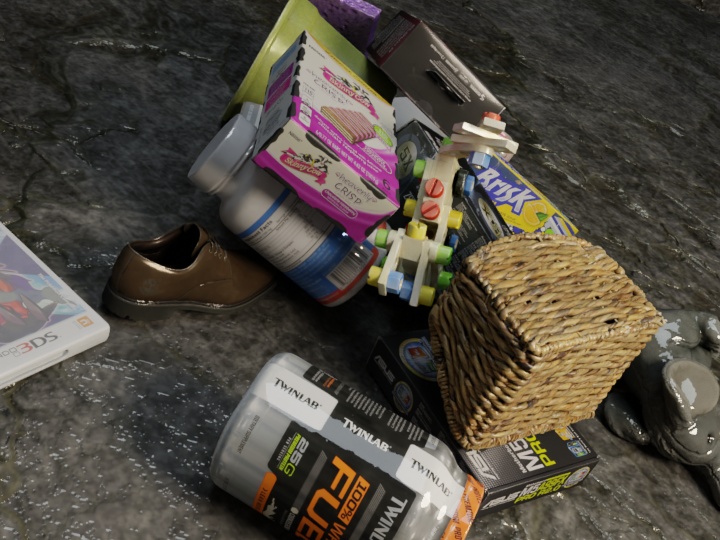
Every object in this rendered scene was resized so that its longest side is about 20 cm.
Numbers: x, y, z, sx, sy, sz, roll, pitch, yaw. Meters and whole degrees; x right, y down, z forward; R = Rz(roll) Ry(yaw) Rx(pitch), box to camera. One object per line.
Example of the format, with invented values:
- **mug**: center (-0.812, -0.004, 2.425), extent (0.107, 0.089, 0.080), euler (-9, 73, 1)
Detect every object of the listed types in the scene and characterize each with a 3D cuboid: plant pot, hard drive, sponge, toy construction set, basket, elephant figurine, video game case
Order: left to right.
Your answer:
- **video game case**: center (-0.351, 0.026, 0.774), extent (0.200, 0.023, 0.182), euler (38, 36, 19)
- **plant pot**: center (-0.058, -0.243, 1.198), extent (0.183, 0.201, 0.201), euler (30, 32, -13)
- **sponge**: center (-0.043, -0.312, 1.270), extent (0.111, 0.201, 0.030), euler (29, 52, 8)
- **hard drive**: center (0.068, -0.203, 1.304), extent (0.130, 0.027, 0.201), euler (-1, 34, 8)
- **toy construction set**: center (0.074, -0.062, 0.861), extent (0.092, 0.201, 0.131), euler (29, 0, 15)
- **basket**: center (0.157, 0.061, 0.852), extent (0.199, 0.150, 0.143), euler (-8, 48, -37)
- **elephant figurine**: center (0.343, 0.144, 0.976), extent (0.154, 0.142, 0.201), euler (1, 48, 15)

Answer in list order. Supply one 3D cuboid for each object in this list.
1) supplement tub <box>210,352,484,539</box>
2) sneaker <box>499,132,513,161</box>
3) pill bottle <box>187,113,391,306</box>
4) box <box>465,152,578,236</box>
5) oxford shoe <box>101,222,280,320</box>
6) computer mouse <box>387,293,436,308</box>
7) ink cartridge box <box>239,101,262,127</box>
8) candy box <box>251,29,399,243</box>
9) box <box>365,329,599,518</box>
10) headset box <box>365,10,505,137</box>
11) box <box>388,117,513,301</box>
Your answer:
- **supplement tub**: center (-0.009, 0.164, 0.715), extent (0.199, 0.123, 0.123), euler (29, 34, 7)
- **sneaker**: center (0.156, -0.150, 1.262), extent (0.075, 0.105, 0.200), euler (39, 36, 11)
- **pill bottle**: center (-0.073, -0.064, 0.909), extent (0.200, 0.112, 0.113), euler (41, 29, -18)
- **box**: center (0.191, -0.096, 1.172), extent (0.199, 0.070, 0.064), euler (37, 14, -26)
- **oxford shoe**: center (-0.152, -0.005, 0.885), extent (0.199, 0.085, 0.073), euler (-9, 41, -48)
- **computer mouse**: center (0.000, 0.000, 1.032), extent (0.199, 0.034, 0.059), euler (24, 29, 10)
- **ink cartridge box**: center (-0.074, -0.111, 1.060), extent (0.174, 0.084, 0.201), euler (16, 27, -8)
- **candy box**: center (-0.029, -0.137, 0.878), extent (0.136, 0.061, 0.201), euler (37, 29, -24)
- **box**: center (0.121, 0.141, 0.898), extent (0.159, 0.044, 0.200), euler (-3, 43, -36)
- **headset box**: center (0.090, -0.241, 1.117), extent (0.149, 0.077, 0.200), euler (41, 11, -17)
- **box**: center (0.103, -0.054, 1.011), extent (0.201, 0.086, 0.164), euler (60, 18, 15)
